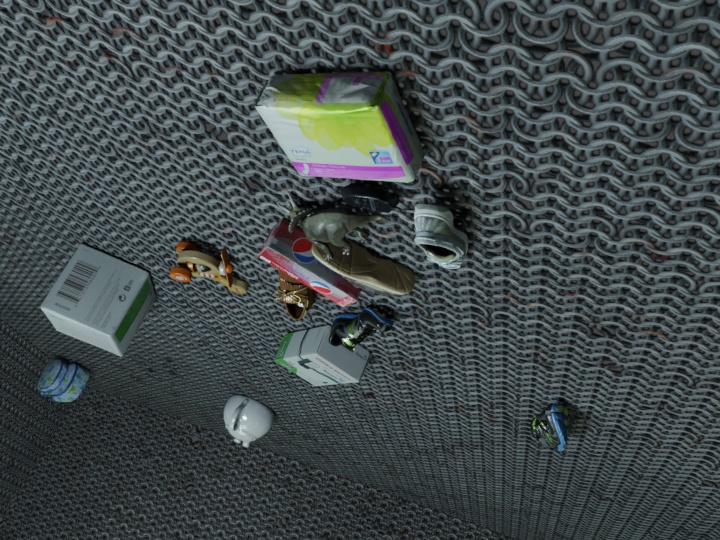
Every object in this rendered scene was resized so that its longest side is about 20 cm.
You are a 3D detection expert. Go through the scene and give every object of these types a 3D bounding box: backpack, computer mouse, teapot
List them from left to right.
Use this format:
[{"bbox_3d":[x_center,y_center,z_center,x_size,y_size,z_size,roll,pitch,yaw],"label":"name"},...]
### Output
[{"bbox_3d":[-1.306,0.485,3.157,0.199,0.184,0.147,-4,144,35],"label":"backpack"},{"bbox_3d":[-0.415,0.546,2.582,0.200,0.147,0.197,39,150,-27],"label":"teapot"},{"bbox_3d":[0.067,-0.107,1.110,0.199,0.034,0.059,13,166,7],"label":"computer mouse"}]

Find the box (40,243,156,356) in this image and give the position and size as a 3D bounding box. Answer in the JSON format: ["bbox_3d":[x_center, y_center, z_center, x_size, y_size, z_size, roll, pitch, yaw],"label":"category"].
[{"bbox_3d":[-0.670,0.080,1.861,0.199,0.200,0.171,23,154,1],"label":"box"}]

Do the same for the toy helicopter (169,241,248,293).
[{"bbox_3d":[-0.314,0.003,1.598,0.132,0.079,0.200,-8,152,33],"label":"toy helicopter"}]

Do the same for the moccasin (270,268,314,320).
[{"bbox_3d":[-0.141,0.042,1.494,0.073,0.078,0.202,20,154,7],"label":"moccasin"}]

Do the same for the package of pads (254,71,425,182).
[{"bbox_3d":[-0.029,-0.194,0.975,0.199,0.068,0.155,7,150,30],"label":"package of pads"}]

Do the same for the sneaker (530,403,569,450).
[{"bbox_3d":[0.420,0.352,1.603,0.082,0.071,0.200,8,153,16],"label":"sneaker"}]

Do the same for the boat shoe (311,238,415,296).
[{"bbox_3d":[0.000,0.000,1.313,0.199,0.072,0.065,21,149,-7],"label":"boat shoe"}]

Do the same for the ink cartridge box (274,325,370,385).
[{"bbox_3d":[-0.094,0.212,1.768,0.146,0.083,0.200,36,150,-25],"label":"ink cartridge box"}]

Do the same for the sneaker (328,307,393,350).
[{"bbox_3d":[-0.001,0.130,1.540,0.071,0.083,0.199,36,151,-25],"label":"sneaker"}]

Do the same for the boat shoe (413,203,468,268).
[{"bbox_3d":[0.121,-0.041,1.112,0.074,0.065,0.202,9,166,17],"label":"boat shoe"}]

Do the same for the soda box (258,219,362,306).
[{"bbox_3d":[-0.088,-0.012,1.360,0.200,0.070,0.063,32,152,-15],"label":"soda box"}]

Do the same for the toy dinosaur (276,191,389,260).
[{"bbox_3d":[-0.049,-0.072,1.212,0.199,0.077,0.102,6,156,37],"label":"toy dinosaur"}]
